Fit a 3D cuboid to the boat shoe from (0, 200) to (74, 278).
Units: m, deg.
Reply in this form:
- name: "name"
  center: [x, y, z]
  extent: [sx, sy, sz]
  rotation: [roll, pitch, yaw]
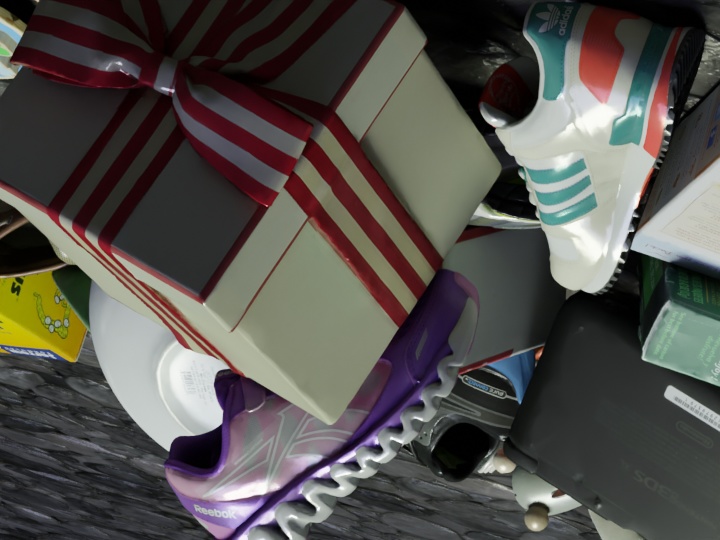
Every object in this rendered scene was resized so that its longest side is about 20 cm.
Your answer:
- name: "boat shoe"
  center: [-0.167, -0.035, 1.561]
  extent: [0.199, 0.074, 0.076]
  rotation: [-15, 139, 39]

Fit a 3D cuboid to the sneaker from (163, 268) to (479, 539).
- name: "sneaker"
  center: [-0.025, 0.066, 1.250]
  extent: [0.088, 0.200, 0.081]
  rotation: [42, -162, -8]

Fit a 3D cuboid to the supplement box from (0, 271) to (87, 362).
- name: "supplement box"
  center: [-0.272, -0.026, 1.690]
  extent: [0.108, 0.110, 0.200]
  rotation: [6, 162, 33]

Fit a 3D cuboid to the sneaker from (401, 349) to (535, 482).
- name: "sneaker"
  center: [0.036, 0.092, 1.533]
  extent: [0.070, 0.083, 0.199]
  rotation: [-3, 170, -37]

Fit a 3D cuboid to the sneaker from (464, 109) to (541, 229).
- name: "sneaker"
  center: [0.031, -0.058, 1.345]
  extent: [0.199, 0.074, 0.081]
  rotation: [16, 168, 10]

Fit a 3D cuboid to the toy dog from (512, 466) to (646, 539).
- name: "toy dog"
  center: [0.182, 0.157, 1.563]
  extent: [0.132, 0.097, 0.200]
  rotation: [36, 147, -20]

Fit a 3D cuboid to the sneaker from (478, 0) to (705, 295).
- name: "sneaker"
  center: [0.103, -0.065, 1.218]
  extent: [0.093, 0.071, 0.200]
  rotation: [21, 150, 5]

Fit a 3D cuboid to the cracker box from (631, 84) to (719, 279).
- name: "cracker box"
  center: [0.222, -0.038, 1.230]
  extent: [0.133, 0.058, 0.200]
  rotation: [19, 164, -6]

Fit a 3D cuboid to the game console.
- name: "game console"
  center: [0.194, 0.111, 1.411]
  extent: [0.199, 0.177, 0.116]
  rotation: [31, -148, 19]

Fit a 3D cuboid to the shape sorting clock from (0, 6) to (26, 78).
- name: "shape sorting clock"
  center: [-0.275, -0.147, 1.409]
  extent: [0.199, 0.039, 0.200]
  rotation: [16, 164, 5]

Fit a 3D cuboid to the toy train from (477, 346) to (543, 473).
- name: "toy train"
  center: [0.122, 0.073, 1.613]
  extent: [0.056, 0.150, 0.200]
  rotation: [53, 168, 3]

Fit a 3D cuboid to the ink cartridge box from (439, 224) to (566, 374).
- name: "ink cartridge box"
  center: [0.000, 0.000, 1.444]
  extent: [0.199, 0.083, 0.147]
  rotation: [7, -168, 32]

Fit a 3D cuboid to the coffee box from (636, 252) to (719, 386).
- name: "coffee box"
  center: [0.249, 0.033, 1.355]
  extent: [0.199, 0.044, 0.123]
  rotation: [20, -151, -5]

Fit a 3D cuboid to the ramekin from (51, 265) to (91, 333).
- name: "ramekin"
  center: [-0.100, 0.044, 1.634]
  extent: [0.200, 0.098, 0.200]
  rotation: [48, 179, 1]

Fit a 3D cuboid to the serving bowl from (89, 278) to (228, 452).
- name: "serving bowl"
  center: [-0.059, 0.046, 1.329]
  extent: [0.199, 0.066, 0.201]
  rotation: [12, 130, 14]

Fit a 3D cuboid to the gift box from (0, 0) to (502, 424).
- name: "gift box"
  center: [-0.059, -0.070, 1.180]
  extent: [0.184, 0.201, 0.187]
  rotation: [23, 167, 29]
